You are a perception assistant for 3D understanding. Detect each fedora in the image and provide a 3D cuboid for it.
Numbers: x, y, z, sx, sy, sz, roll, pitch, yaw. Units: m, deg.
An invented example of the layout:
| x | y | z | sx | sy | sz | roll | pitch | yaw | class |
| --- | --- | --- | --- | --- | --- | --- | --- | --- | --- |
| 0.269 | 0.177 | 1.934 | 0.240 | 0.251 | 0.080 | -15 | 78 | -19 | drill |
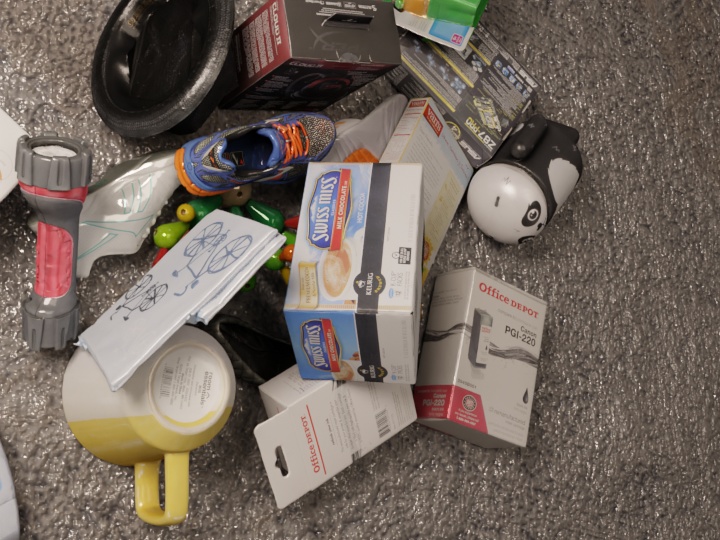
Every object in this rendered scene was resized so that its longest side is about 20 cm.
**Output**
| x | y | z | sx | sy | sz | roll | pitch | yaw | class |
| --- | --- | --- | --- | --- | --- | --- | --- | --- | --- |
| -0.192 | -0.221 | 0.918 | 0.091 | 0.197 | 0.205 | 35 | 60 | -58 | fedora |

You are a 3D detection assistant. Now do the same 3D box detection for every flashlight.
| x | y | z | sx | sy | sz | roll | pitch | yaw | class |
| --- | --- | --- | --- | --- | --- | --- | --- | --- | --- |
| -0.285 | -0.021 | 0.792 | 0.067 | 0.068 | 0.203 | -4 | 119 | -33 | flashlight |

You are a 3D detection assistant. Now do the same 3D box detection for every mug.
| x | y | z | sx | sy | sz | roll | pitch | yaw | class |
| --- | --- | --- | --- | --- | --- | --- | --- | --- | --- |
| -0.187 | 0.132 | 0.844 | 0.149 | 0.152 | 0.189 | -37 | 104 | -34 | mug |

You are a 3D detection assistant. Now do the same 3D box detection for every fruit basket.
| x | y | z | sx | sy | sz | roll | pitch | yaw | class |
| --- | --- | --- | --- | --- | --- | --- | --- | --- | --- |
| 0.076 | -0.388 | 1.121 | 0.197 | 0.094 | 0.187 | 26 | 61 | 3 | fruit basket |

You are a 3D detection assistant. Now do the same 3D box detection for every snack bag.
| x | y | z | sx | sy | sz | roll | pitch | yaw | class |
| --- | --- | --- | --- | --- | --- | --- | --- | --- | --- |
| -0.171 | 0.022 | 0.794 | 0.200 | 0.188 | 0.021 | -45 | 115 | -13 | snack bag |

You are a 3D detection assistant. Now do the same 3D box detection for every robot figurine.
| x | y | z | sx | sy | sz | roll | pitch | yaw | class |
| --- | --- | --- | --- | --- | --- | --- | --- | --- | --- |
| 0.233 | -0.126 | 1.197 | 0.151 | 0.124 | 0.200 | 53 | 58 | -16 | robot figurine |

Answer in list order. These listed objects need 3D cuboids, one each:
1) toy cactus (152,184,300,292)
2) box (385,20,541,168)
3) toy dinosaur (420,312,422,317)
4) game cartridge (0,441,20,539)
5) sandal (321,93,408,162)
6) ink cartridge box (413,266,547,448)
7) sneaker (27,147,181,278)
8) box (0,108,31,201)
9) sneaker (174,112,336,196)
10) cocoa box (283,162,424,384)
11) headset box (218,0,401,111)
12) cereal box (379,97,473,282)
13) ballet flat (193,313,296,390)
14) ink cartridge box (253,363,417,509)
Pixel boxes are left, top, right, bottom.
| x | y | z | sx | sy | sz | roll | pitch | yaw | class |
| --- | --- | --- | --- | --- | --- | --- | --- | --- | --- |
| -0.139 | -0.060 | 0.956 | 0.196 | 0.102 | 0.168 | -2 | 73 | -26 | toy cactus |
| 0.139 | -0.268 | 1.183 | 0.200 | 0.049 | 0.162 | 43 | 59 | -10 | box |
| 0.032 | 0.075 | 1.078 | 0.105 | 0.060 | 0.203 | -28 | 101 | -5 | toy dinosaur |
| -0.389 | 0.177 | 0.768 | 0.132 | 0.040 | 0.203 | -27 | 98 | -39 | game cartridge |
| -0.006 | -0.155 | 1.078 | 0.207 | 0.058 | 0.080 | -45 | 130 | -41 | sandal |
| 0.158 | 0.116 | 1.130 | 0.144 | 0.084 | 0.204 | 23 | 68 | -30 | ink cartridge box |
| -0.243 | -0.066 | 0.898 | 0.199 | 0.070 | 0.081 | -36 | 116 | -30 | sneaker |
| -0.400 | -0.070 | 0.762 | 0.124 | 0.097 | 0.201 | 45 | 60 | -20 | box |
| -0.097 | -0.126 | 0.918 | 0.198 | 0.078 | 0.077 | -26 | 101 | -38 | sneaker |
| 0.000 | 0.000 | 0.920 | 0.128 | 0.134 | 0.203 | 2 | 53 | 7 | cocoa box |
| -0.059 | -0.243 | 0.967 | 0.146 | 0.199 | 0.077 | -6 | 86 | -34 | headset box |
| 0.071 | -0.099 | 1.108 | 0.144 | 0.039 | 0.202 | 51 | 55 | -40 | cereal box |
| -0.101 | 0.103 | 0.965 | 0.198 | 0.056 | 0.068 | 25 | 68 | -34 | ballet flat |
| -0.039 | 0.159 | 0.966 | 0.198 | 0.067 | 0.118 | -28 | 119 | -28 | ink cartridge box |
